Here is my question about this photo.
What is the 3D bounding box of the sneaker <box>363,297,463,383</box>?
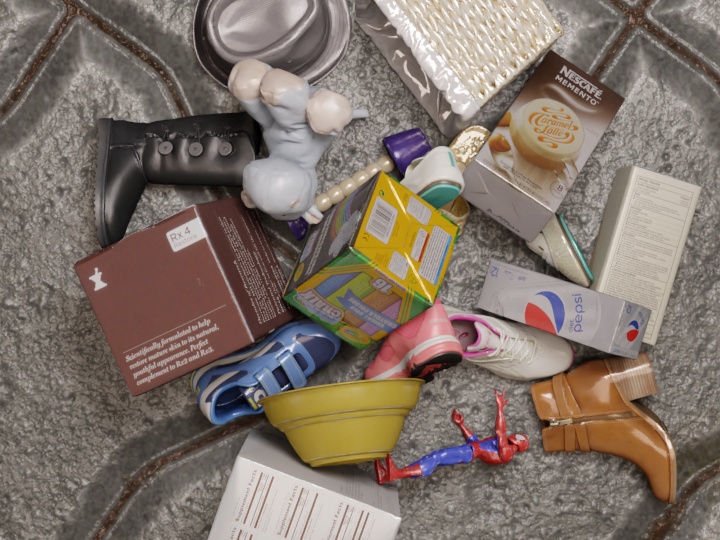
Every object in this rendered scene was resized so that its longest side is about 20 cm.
[{"bbox_3d":[0.060,0.087,1.480,0.073,0.200,0.088,-3,73,-26],"label":"sneaker"}]

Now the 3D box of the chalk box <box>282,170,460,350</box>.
[{"bbox_3d":[0.000,0.000,1.452,0.123,0.200,0.125,33,54,-17],"label":"chalk box"}]

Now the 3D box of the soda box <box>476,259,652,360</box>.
[{"bbox_3d":[0.238,0.044,1.471,0.199,0.068,0.064,20,93,42],"label":"soda box"}]

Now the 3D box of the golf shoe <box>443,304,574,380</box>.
[{"bbox_3d":[0.167,0.093,1.518,0.198,0.092,0.076,11,90,-2],"label":"golf shoe"}]

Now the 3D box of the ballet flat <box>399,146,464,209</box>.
[{"bbox_3d":[0.056,-0.087,1.483,0.069,0.200,0.070,15,60,-28],"label":"ballet flat"}]

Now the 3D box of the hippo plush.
[{"bbox_3d":[-0.097,-0.145,1.447,0.158,0.200,0.162,22,95,3],"label":"hippo plush"}]

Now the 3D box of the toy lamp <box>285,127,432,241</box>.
[{"bbox_3d":[-0.005,-0.110,1.528,0.199,0.058,0.059,-30,92,0],"label":"toy lamp"}]

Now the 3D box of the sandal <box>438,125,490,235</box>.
[{"bbox_3d":[0.101,-0.083,1.522,0.077,0.070,0.213,28,91,-1],"label":"sandal"}]

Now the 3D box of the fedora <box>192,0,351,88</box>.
[{"bbox_3d":[-0.110,-0.302,1.504,0.198,0.090,0.179,-13,92,0],"label":"fedora"}]

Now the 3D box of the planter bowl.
[{"bbox_3d":[-0.018,0.181,1.440,0.198,0.200,0.084,-6,79,0],"label":"planter bowl"}]

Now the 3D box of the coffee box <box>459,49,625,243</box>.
[{"bbox_3d":[0.212,-0.149,1.468,0.114,0.080,0.201,33,60,3],"label":"coffee box"}]

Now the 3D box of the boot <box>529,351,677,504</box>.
[{"bbox_3d":[0.302,0.208,1.533,0.154,0.077,0.202,-16,105,8],"label":"boot"}]

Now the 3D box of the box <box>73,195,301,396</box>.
[{"bbox_3d":[-0.194,0.023,1.443,0.165,0.200,0.166,-24,92,15],"label":"box"}]

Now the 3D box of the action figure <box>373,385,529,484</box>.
[{"bbox_3d":[0.115,0.200,1.523,0.198,0.065,0.100,-3,80,-21],"label":"action figure"}]

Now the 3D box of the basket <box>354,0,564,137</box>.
[{"bbox_3d":[0.112,-0.284,1.455,0.160,0.198,0.201,-37,91,-2],"label":"basket"}]

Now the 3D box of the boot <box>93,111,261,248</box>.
[{"bbox_3d":[-0.220,-0.109,1.512,0.197,0.066,0.167,0,79,-3],"label":"boot"}]

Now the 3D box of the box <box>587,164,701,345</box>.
[{"bbox_3d":[0.336,-0.019,1.520,0.094,0.078,0.202,18,91,-4],"label":"box"}]

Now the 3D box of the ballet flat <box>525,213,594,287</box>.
[{"bbox_3d":[0.219,-0.061,1.524,0.062,0.067,0.202,-26,75,11],"label":"ballet flat"}]

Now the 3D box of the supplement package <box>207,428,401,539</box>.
[{"bbox_3d":[-0.069,0.302,1.470,0.198,0.191,0.149,21,92,-1],"label":"supplement package"}]

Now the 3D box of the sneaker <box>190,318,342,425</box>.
[{"bbox_3d":[-0.109,0.128,1.511,0.198,0.082,0.074,-27,122,4],"label":"sneaker"}]
